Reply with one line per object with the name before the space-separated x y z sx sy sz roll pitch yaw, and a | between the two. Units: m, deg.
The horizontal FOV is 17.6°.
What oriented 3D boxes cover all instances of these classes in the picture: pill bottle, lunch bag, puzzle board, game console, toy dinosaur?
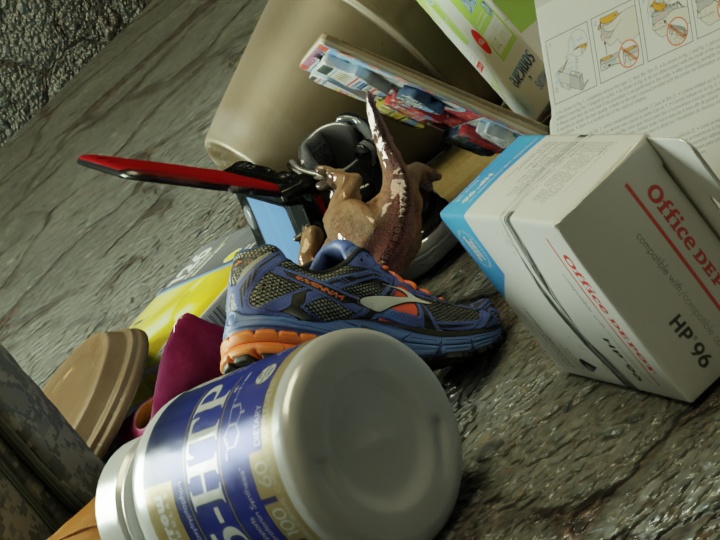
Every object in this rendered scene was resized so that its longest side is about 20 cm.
pill bottle | -0.051 0.111 1.240 0.199 0.120 0.120 -24 21 47
lunch bag | -0.254 0.135 1.510 0.139 0.200 0.168 -28 19 36
puzzle board | 0.135 -0.114 1.669 0.200 0.017 0.151 -38 13 2
game console | -0.095 -0.018 1.588 0.118 0.173 0.200 -25 12 -12
puzzle board | 0.035 -0.109 1.507 0.200 0.150 0.018 -177 109 -85
toy dinosaur | 0.000 0.000 1.431 0.136 0.085 0.201 -86 15 -67

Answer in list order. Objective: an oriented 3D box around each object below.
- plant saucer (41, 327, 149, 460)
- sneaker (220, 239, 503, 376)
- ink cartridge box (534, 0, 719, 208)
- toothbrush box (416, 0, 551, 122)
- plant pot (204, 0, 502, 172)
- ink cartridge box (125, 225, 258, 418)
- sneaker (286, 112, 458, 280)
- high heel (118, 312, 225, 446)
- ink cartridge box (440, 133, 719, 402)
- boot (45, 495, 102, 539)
plant saucer | -0.220 0.123 1.693 0.200 0.029 0.200 -49 18 22
sneaker | 0.005 0.020 1.324 0.199 0.079 0.075 3 -16 -43
ink cartridge box | 0.181 -0.106 1.258 0.199 0.044 0.178 -22 66 48
toothbrush box | 0.089 -0.208 1.565 0.086 0.200 0.146 -41 -3 -9
plant pot | -0.019 -0.125 1.758 0.174 0.200 0.200 -52 17 -11
ink cartridge box | -0.142 0.041 1.830 0.199 0.047 0.198 -19 25 47
sneaker | -0.009 -0.049 1.629 0.075 0.114 0.200 -45 15 -23
high heel | -0.133 0.078 1.587 0.067 0.096 0.200 -46 16 -24
ink cartridge box | 0.128 -0.003 1.150 0.068 0.116 0.200 -43 14 -12
boot | -0.141 0.148 1.351 0.200 0.077 0.155 -41 -6 12
